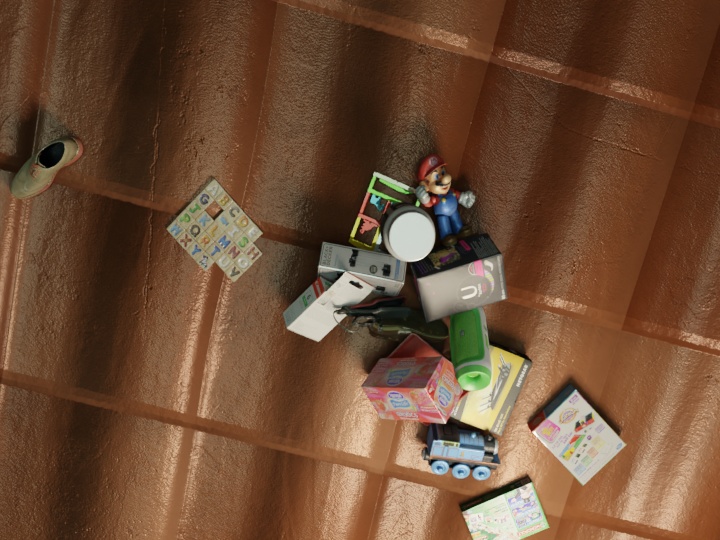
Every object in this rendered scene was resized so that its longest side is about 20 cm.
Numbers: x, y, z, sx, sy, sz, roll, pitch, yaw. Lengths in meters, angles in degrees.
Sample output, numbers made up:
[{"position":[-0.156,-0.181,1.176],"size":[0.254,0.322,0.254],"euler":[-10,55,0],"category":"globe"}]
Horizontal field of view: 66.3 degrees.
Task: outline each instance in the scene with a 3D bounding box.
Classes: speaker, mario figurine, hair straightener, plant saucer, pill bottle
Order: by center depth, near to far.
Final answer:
[{"position":[0.100,-0.083,1.180],"size":[0.110,0.200,0.118],"euler":[0,101,-1],"category":"pill bottle"},{"position":[0.192,-0.161,1.231],"size":[0.104,0.124,0.205],"euler":[-17,106,26],"category":"mario figurine"},{"position":[0.030,0.101,1.242],"size":[0.194,0.078,0.042],"euler":[-1,136,-27],"category":"hair straightener"},{"position":[0.247,0.163,1.244],"size":[0.085,0.204,0.090],"euler":[2,137,2],"category":"speaker"},{"position":[0.145,0.254,1.310],"size":[0.198,0.037,0.200],"euler":[37,124,-6],"category":"plant saucer"}]

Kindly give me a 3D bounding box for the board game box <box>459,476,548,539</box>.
[{"position":[0.369,0.632,1.414],"size":[0.195,0.029,0.138],"euler":[-23,100,3],"category":"board game box"}]

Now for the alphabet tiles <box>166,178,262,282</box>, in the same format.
[{"position":[-0.332,-0.080,1.296],"size":[0.167,0.008,0.201],"euler":[-42,97,6],"category":"alphabet tiles"}]

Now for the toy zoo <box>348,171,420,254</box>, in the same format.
[{"position":[0.054,-0.110,1.287],"size":[0.128,0.020,0.205],"euler":[21,99,-5],"category":"toy zoo"}]

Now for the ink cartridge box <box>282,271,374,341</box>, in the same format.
[{"position":[-0.074,0.070,1.256],"size":[0.200,0.051,0.108],"euler":[-44,136,19],"category":"ink cartridge box"}]

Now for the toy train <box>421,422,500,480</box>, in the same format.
[{"position":[0.247,0.438,1.340],"size":[0.193,0.087,0.117],"euler":[8,118,-2],"category":"toy train"}]

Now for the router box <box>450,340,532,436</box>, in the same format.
[{"position":[0.306,0.278,1.340],"size":[0.153,0.052,0.206],"euler":[20,99,-4],"category":"router box"}]

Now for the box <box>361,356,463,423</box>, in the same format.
[{"position":[0.110,0.259,1.211],"size":[0.197,0.095,0.104],"euler":[-11,118,46],"category":"box"}]

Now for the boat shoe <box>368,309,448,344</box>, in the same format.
[{"position":[0.112,0.139,1.314],"size":[0.193,0.073,0.069],"euler":[9,133,-7],"category":"boat shoe"}]

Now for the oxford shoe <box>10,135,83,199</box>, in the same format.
[{"position":[-0.717,-0.233,1.230],"size":[0.199,0.075,0.071],"euler":[-41,99,6],"category":"oxford shoe"}]

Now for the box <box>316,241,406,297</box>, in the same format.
[{"position":[0.000,0.000,1.252],"size":[0.193,0.117,0.062],"euler":[10,71,-2],"category":"box"}]

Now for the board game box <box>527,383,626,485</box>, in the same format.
[{"position":[0.538,0.409,1.371],"size":[0.153,0.040,0.200],"euler":[-44,97,6],"category":"board game box"}]

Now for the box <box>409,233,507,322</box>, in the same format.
[{"position":[0.221,0.016,1.252],"size":[0.194,0.107,0.125],"euler":[-17,120,3],"category":"box"}]
